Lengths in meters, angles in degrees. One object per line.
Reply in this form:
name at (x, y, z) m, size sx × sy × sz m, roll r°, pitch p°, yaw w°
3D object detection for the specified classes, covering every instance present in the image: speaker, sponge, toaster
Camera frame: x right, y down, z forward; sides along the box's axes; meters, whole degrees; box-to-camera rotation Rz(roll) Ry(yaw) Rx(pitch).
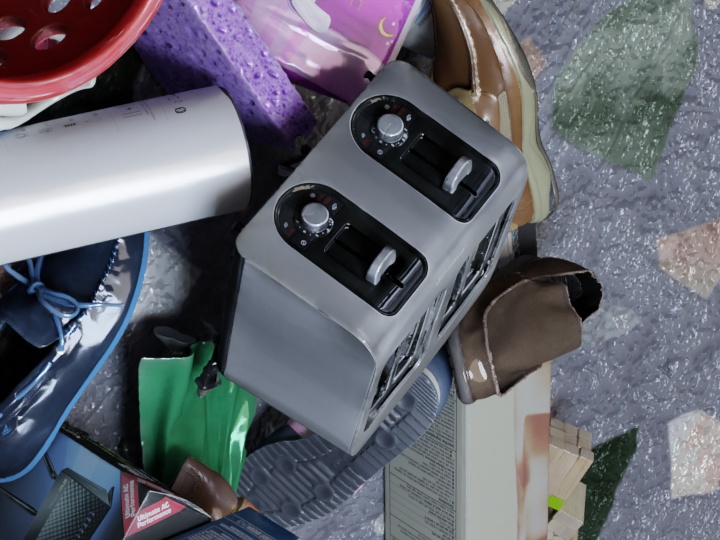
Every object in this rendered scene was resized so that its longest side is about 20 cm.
speaker at (-0.171, -0.054, 1.390) m, size 0.200 × 0.081 × 0.081 m, roll -14°, pitch 117°, yaw -18°
sponge at (-0.113, -0.158, 1.412) m, size 0.030 × 0.111 × 0.200 m, roll -51°, pitch 132°, yaw -19°
toaster at (0.000, 0.000, 1.448) m, size 0.181 × 0.119 × 0.200 m, roll -50°, pitch 167°, yaw -29°

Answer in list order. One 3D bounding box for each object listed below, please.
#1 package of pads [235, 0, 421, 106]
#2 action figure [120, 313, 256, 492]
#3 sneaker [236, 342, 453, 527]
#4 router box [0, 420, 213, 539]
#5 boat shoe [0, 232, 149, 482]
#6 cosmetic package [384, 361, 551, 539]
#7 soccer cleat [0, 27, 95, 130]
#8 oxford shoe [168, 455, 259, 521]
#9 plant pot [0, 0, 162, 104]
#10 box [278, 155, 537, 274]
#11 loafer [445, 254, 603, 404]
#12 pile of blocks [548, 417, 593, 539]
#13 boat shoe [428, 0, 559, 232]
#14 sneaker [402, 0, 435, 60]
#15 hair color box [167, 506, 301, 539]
package of pads at (-0.008, -0.212, 1.485) m, size 0.120 × 0.076 × 0.200 m, roll 26°, pitch 89°, yaw -15°
action figure at (-0.119, 0.129, 1.563) m, size 0.118 × 0.055 × 0.200 m, roll -12°, pitch 121°, yaw -39°
sneaker at (-0.007, 0.110, 1.600) m, size 0.070 × 0.200 × 0.082 m, roll 50°, pitch 33°, yaw -9°
router box at (-0.200, 0.204, 1.457) m, size 0.062 × 0.150 × 0.200 m, roll 32°, pitch 85°, yaw -43°
boat shoe at (-0.196, 0.039, 1.440) m, size 0.069 × 0.084 × 0.200 m, roll 25°, pitch 88°, yaw -49°
cosmetic package at (0.078, 0.140, 1.705) m, size 0.087 × 0.103 × 0.200 m, roll -16°, pitch 118°, yaw -34°
soccer cleat at (-0.245, -0.105, 1.337) m, size 0.200 × 0.086 × 0.070 m, roll -25°, pitch 122°, yaw -31°
oxford shoe at (-0.161, 0.198, 1.529) m, size 0.200 × 0.071 × 0.073 m, roll -40°, pitch 101°, yaw 10°
plant pot at (-0.220, -0.206, 1.252) m, size 0.200 × 0.182 × 0.201 m, roll -16°, pitch 116°, yaw -35°
box at (0.037, -0.025, 1.637) m, size 0.200 × 0.050 × 0.158 m, roll -21°, pitch 120°, yaw -34°
loafer at (0.116, 0.032, 1.595) m, size 0.200 × 0.071 × 0.073 m, roll -44°, pitch 124°, yaw -58°
pile of blocks at (0.141, 0.189, 1.819) m, size 0.062 × 0.082 × 0.200 m, roll -77°, pitch 168°, yaw -55°
boat shoe at (0.076, -0.104, 1.554) m, size 0.074 × 0.076 × 0.200 m, roll -27°, pitch 123°, yaw -12°
sneaker at (0.060, -0.240, 1.559) m, size 0.087 × 0.075 × 0.200 m, roll 10°, pitch 100°, yaw -37°
hair color box at (-0.127, 0.226, 1.384) m, size 0.200 × 0.060 × 0.100 m, roll -19°, pitch 118°, yaw -33°
